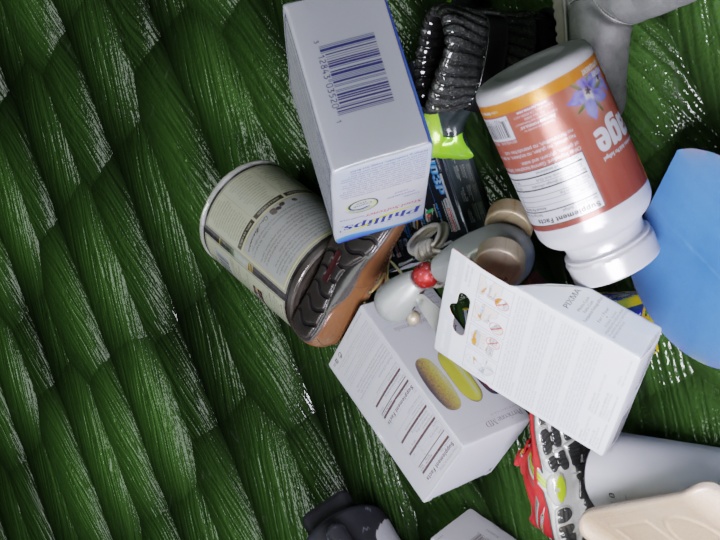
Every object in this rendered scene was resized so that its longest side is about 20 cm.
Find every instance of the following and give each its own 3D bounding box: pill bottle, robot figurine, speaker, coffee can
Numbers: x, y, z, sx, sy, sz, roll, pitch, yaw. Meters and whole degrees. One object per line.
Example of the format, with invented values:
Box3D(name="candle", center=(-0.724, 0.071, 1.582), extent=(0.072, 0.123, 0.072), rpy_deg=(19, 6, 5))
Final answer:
Box3D(name="pill bottle", center=(0.190, -0.092, 1.100), extent=(0.112, 0.112, 0.202), rpy_deg=(-10, 111, 52))
Box3D(name="robot figurine", center=(0.005, 0.371, 1.529), extent=(0.125, 0.149, 0.201), rpy_deg=(-59, 46, 27))
Box3D(name="speaker", center=(0.307, 0.200, 1.144), extent=(0.199, 0.081, 0.082), rpy_deg=(1, 102, 51))
Box3D(name="coffee can", center=(-0.083, -0.026, 1.507), extent=(0.200, 0.145, 0.148), rpy_deg=(38, 129, 38))

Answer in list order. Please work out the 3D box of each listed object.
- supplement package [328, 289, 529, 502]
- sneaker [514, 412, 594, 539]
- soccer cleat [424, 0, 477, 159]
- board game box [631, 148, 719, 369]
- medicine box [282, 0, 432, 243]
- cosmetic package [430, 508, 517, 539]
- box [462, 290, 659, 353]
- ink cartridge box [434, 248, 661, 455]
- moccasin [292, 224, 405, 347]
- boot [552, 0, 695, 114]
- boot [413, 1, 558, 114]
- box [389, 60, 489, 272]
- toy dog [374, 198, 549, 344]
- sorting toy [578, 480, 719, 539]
Box3D(name="supplement package", center=(0.075, 0.135, 1.386), extent=(0.201, 0.113, 0.110), rpy_deg=(53, 137, 25))
Box3D(name="sneaker", center=(0.192, 0.190, 1.289), extent=(0.085, 0.076, 0.203), rpy_deg=(12, 112, 55))
Box3D(name="soccer cleat", center=(0.106, -0.215, 1.286), extent=(0.068, 0.080, 0.203), rpy_deg=(-102, 24, -84))
Box3D(name="board game box", center=(0.319, -0.012, 1.096), extent=(0.158, 0.039, 0.201), rpy_deg=(53, 146, 30))
Box3D(name="medicine box", center=(-0.004, -0.154, 1.248), extent=(0.200, 0.102, 0.184), rpy_deg=(89, 165, -72))
Box3D(name="cosmetic package", center=(0.121, 0.392, 1.420), extent=(0.107, 0.084, 0.202), rpy_deg=(31, 125, 29))
Box3D(name="box", center=(0.196, 0.060, 1.246), extent=(0.199, 0.070, 0.065), rpy_deg=(-5, 97, 51))
Box3D(name="ink cartridge box", center=(0.168, 0.066, 1.158), extent=(0.199, 0.047, 0.161), rpy_deg=(32, 145, 20))
Box3D(name="moccasin", center=(0.001, 0.001, 1.389), extent=(0.074, 0.077, 0.203), rpy_deg=(39, 110, 41))
Box3D(name="boot", center=(0.263, -0.233, 1.088), extent=(0.199, 0.072, 0.184), rpy_deg=(-12, 93, 45))
Box3D(name="boot", center=(0.130, -0.151, 1.188), extent=(0.079, 0.156, 0.214), rpy_deg=(15, 111, 60))
Box3D(name="box", center=(0.056, -0.114, 1.386), extent=(0.158, 0.046, 0.202), rpy_deg=(-25, 81, 51))
Box3D(name="toy dog", center=(0.114, 0.011, 1.251), extent=(0.096, 0.132, 0.199), rpy_deg=(47, 149, -17))
Box3D(name="sorting toy", center=(0.314, 0.253, 1.101), extent=(0.184, 0.037, 0.200), rpy_deg=(37, 151, -7))
